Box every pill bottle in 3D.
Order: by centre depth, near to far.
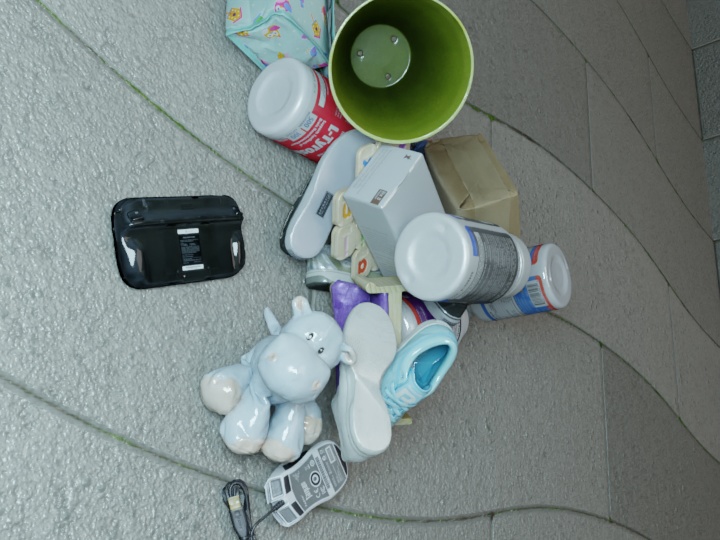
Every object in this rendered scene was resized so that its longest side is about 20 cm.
[{"bbox_3d":[0.143,-0.012,1.184,0.199,0.113,0.115,6,73,-53],"label":"pill bottle"},{"bbox_3d":[-0.055,-0.212,1.259,0.200,0.112,0.113,22,61,-48],"label":"pill bottle"},{"bbox_3d":[0.083,0.084,1.343,0.200,0.112,0.113,-7,84,-55],"label":"pill bottle"},{"bbox_3d":[0.246,0.026,1.506,0.112,0.199,0.113,22,63,-51],"label":"pill bottle"}]

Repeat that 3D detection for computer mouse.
[{"bbox_3d":[-0.090,0.279,1.102,0.200,0.044,0.110,-25,94,-48],"label":"computer mouse"}]

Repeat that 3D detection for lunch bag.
[{"bbox_3d":[-0.095,-0.363,1.256,0.200,0.121,0.171,32,50,-54],"label":"lunch bag"}]

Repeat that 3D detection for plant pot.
[{"bbox_3d":[0.040,-0.282,1.205,0.188,0.186,0.200,61,2,-18],"label":"plant pot"}]

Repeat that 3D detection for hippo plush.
[{"bbox_3d":[-0.071,0.127,1.052,0.160,0.161,0.200,50,42,-8],"label":"hippo plush"}]

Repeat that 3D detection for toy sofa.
[{"bbox_3d":[0.014,0.109,1.194,0.097,0.083,0.201,-2,99,-13],"label":"toy sofa"}]

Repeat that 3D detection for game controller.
[{"bbox_3d":[-0.211,-0.037,1.058,0.199,0.042,0.105,-8,99,-54],"label":"game controller"}]

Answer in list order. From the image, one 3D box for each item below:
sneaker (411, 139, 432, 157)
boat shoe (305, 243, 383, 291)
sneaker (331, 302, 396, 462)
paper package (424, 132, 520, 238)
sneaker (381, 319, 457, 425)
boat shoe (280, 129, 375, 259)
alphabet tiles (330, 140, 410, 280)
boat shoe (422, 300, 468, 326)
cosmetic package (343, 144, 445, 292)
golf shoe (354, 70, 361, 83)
[{"bbox_3d":[0.064,-0.139,1.429,0.200,0.078,0.076,-66,153,-48],"label":"sneaker"},{"bbox_3d":[-0.002,0.000,1.293,0.201,0.074,0.065,7,77,-45],"label":"boat shoe"},{"bbox_3d":[-0.006,0.139,1.101,0.075,0.088,0.201,16,58,-21],"label":"sneaker"},{"bbox_3d":[0.177,-0.081,1.396,0.191,0.103,0.201,-108,-173,-50],"label":"paper package"},{"bbox_3d":[0.048,0.148,1.121,0.074,0.200,0.082,36,3,-11],"label":"sneaker"},{"bbox_3d":[-0.050,-0.106,1.203,0.069,0.057,0.201,37,76,-25],"label":"boat shoe"},{"bbox_3d":[0.026,-0.091,1.225,0.200,0.015,0.197,-31,132,-45],"label":"alphabet tiles"},{"bbox_3d":[0.104,-0.004,1.318,0.068,0.057,0.200,11,36,-42],"label":"boat shoe"},{"bbox_3d":[0.059,-0.064,1.204,0.102,0.074,0.200,-53,141,-23],"label":"cosmetic package"},{"bbox_3d":[0.013,-0.272,1.393,0.200,0.091,0.076,-1,77,-55],"label":"golf shoe"}]
